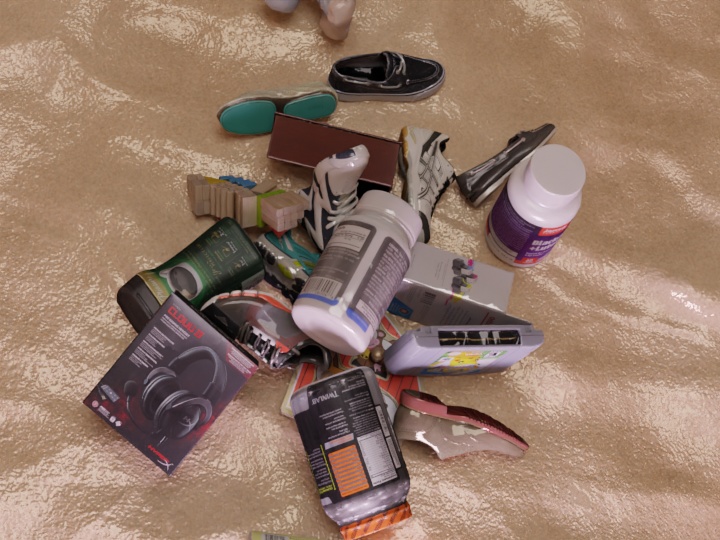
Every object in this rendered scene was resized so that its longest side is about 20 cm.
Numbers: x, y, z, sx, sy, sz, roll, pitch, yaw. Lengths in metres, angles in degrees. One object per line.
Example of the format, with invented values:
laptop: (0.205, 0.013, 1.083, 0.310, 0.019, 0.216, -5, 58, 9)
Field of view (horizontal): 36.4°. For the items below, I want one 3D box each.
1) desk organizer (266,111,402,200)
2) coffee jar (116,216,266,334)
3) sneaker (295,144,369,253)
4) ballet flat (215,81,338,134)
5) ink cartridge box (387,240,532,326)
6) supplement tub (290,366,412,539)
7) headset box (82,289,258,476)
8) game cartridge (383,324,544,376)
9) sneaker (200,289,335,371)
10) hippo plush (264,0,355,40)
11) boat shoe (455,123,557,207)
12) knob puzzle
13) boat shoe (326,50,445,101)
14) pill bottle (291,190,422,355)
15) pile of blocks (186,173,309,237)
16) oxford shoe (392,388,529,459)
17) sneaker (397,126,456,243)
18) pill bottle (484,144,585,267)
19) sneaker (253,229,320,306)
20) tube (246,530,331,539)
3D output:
desk organizer: (-0.043, -0.166, 1.649, 0.196, 0.072, 0.078, 13, 66, -4)
coffee jar: (-0.235, 0.019, 1.517, 0.199, 0.085, 0.105, -34, 82, -23)
sneaker: (-0.023, -0.084, 1.551, 0.079, 0.199, 0.131, -21, 80, -40)
ballet flat: (-0.131, -0.252, 1.688, 0.196, 0.068, 0.063, -9, 39, -18)
ink cartridge box: (0.144, 0.038, 1.562, 0.197, 0.116, 0.069, 19, 63, -2)
supplement tub: (-0.009, 0.238, 1.426, 0.120, 0.123, 0.203, -16, 80, -17)
headset box: (-0.235, 0.135, 1.415, 0.148, 0.077, 0.201, 41, 88, -6)
game cartridge: (0.138, 0.112, 1.513, 0.196, 0.133, 0.041, 0, 72, -20)
sneaker: (-0.120, 0.088, 1.474, 0.196, 0.078, 0.083, 12, 47, -13)
hippo plush: (-0.075, -0.482, 1.740, 0.158, 0.160, 0.203, 14, 64, -4)
boat shoe: (0.229, -0.180, 1.705, 0.200, 0.067, 0.057, -42, 88, -21)
knob puzzle: (0.002, 0.138, 1.536, 0.215, 0.031, 0.224, 4, 64, -8)
boat shoe: (0.045, -0.315, 1.735, 0.196, 0.068, 0.073, -4, 66, -12)
pill bottle: (0.000, 0.000, 1.459, 0.112, 0.114, 0.202, 28, 66, 4)
pile of blocks: (-0.165, -0.092, 1.591, 0.197, 0.063, 0.082, 17, 30, 24)
oxford shoe: (0.135, 0.227, 1.511, 0.197, 0.070, 0.076, 20, 94, -7)
sneaker: (0.105, -0.130, 1.655, 0.086, 0.076, 0.204, 3, 65, -8)
pill bottle: (0.257, -0.096, 1.597, 0.109, 0.201, 0.113, 4, 64, -8)
sneaker: (-0.070, 0.010, 1.557, 0.079, 0.078, 0.200, -32, 68, -34)
tube: (-0.051, 0.377, 1.409, 0.196, 0.052, 0.059, 11, 102, -11)
